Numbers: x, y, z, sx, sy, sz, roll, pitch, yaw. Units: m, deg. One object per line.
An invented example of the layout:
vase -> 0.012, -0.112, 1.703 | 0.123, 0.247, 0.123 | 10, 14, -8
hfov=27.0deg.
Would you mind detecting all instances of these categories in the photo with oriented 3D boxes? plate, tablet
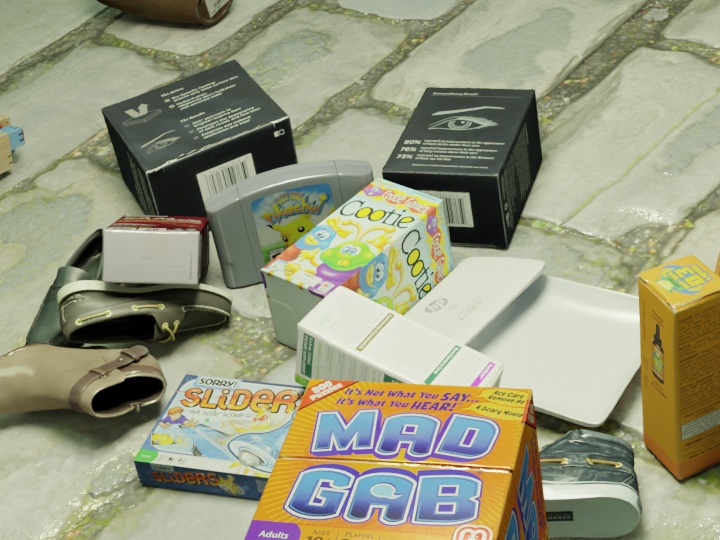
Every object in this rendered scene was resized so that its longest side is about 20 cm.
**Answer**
plate -> 0.203, 0.084, 1.553 | 0.198, 0.033, 0.200 | 14, 43, 32
tablet -> 0.099, 0.044, 1.620 | 0.200, 0.014, 0.129 | -40, 26, -32

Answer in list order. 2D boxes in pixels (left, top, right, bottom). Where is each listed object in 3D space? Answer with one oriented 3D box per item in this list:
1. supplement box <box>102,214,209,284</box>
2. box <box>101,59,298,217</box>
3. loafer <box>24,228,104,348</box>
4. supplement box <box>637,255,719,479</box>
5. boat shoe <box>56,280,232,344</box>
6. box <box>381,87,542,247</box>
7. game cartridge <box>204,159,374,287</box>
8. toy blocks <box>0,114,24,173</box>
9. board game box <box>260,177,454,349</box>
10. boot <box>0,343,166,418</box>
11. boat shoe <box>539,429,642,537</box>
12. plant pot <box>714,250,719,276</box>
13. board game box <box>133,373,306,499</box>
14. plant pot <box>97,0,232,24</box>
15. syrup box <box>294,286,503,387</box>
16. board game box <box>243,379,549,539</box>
supplement box -> -0.231, -0.026, 1.718 | 0.108, 0.062, 0.200 | 2, 6, -3
box -> -0.204, -0.156, 1.930 | 0.195, 0.118, 0.200 | -22, 37, -15
loafer -> -0.339, 0.027, 1.754 | 0.067, 0.071, 0.201 | 3, 37, 20
supplement box -> 0.297, 0.090, 1.370 | 0.068, 0.202, 0.067 | -21, 36, -14
boat shoe -> -0.237, 0.054, 1.673 | 0.199, 0.072, 0.061 | 1, 55, -21
box -> 0.127, -0.128, 1.807 | 0.146, 0.105, 0.201 | 4, 37, 21
game cartridge -> -0.076, -0.059, 1.744 | 0.198, 0.134, 0.041 | -14, 34, -3
toy blocks -> -0.545, -0.177, 2.094 | 0.198, 0.101, 0.136 | 14, 31, 32
board game box -> 0.000, 0.000, 1.666 | 0.104, 0.104, 0.200 | 21, 46, 37
boot -> -0.309, 0.124, 1.594 | 0.198, 0.071, 0.146 | -19, 22, -28
boat shoe -> 0.158, 0.197, 1.384 | 0.198, 0.071, 0.091 | 2, 35, 7
plant pot -> 0.450, 0.034, 1.433 | 0.139, 0.202, 0.200 | -6, 31, -22
board game box -> -0.113, 0.170, 1.521 | 0.198, 0.035, 0.136 | 4, 38, 20
plant pot -> -0.299, -0.469, 2.366 | 0.199, 0.188, 0.187 | 30, 50, 25
syrup box -> 0.037, 0.103, 1.492 | 0.199, 0.079, 0.081 | 26, 44, 22
board game box -> 0.040, 0.234, 1.244 | 0.198, 0.202, 0.201 | 1, 37, 17
